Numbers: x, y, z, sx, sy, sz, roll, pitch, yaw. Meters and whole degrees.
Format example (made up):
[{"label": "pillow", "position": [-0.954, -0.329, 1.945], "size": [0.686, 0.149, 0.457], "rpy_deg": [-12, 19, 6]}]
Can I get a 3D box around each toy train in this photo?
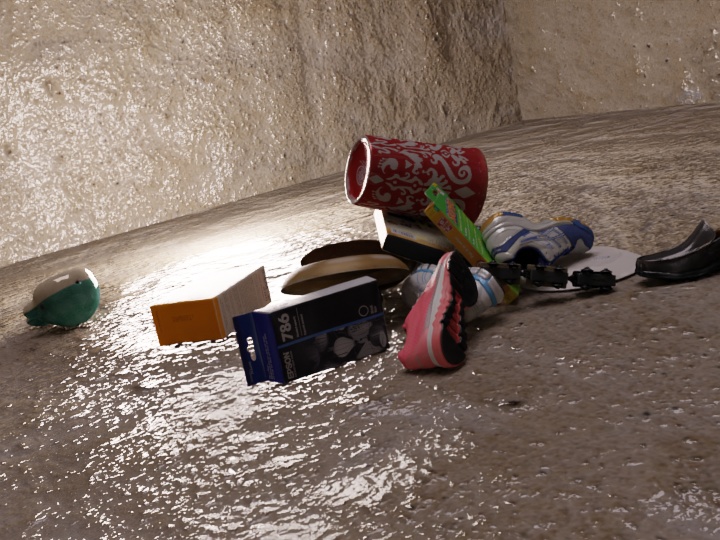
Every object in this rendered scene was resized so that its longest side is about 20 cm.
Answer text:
[{"label": "toy train", "position": [0.257, 0.007, 1.242], "size": [0.197, 0.035, 0.046], "rpy_deg": [4, 0, -1]}]

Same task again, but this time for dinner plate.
[{"label": "dinner plate", "position": [0.334, -0.008, 1.361], "size": [0.197, 0.025, 0.200], "rpy_deg": [-11, 13, 3]}]

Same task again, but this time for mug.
[{"label": "mug", "position": [0.077, -0.140, 1.421], "size": [0.197, 0.136, 0.177], "rpy_deg": [7, -10, -22]}]

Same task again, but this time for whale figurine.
[{"label": "whale figurine", "position": [-0.599, 0.075, 1.782], "size": [0.199, 0.105, 0.158], "rpy_deg": [-34, -5, 42]}]

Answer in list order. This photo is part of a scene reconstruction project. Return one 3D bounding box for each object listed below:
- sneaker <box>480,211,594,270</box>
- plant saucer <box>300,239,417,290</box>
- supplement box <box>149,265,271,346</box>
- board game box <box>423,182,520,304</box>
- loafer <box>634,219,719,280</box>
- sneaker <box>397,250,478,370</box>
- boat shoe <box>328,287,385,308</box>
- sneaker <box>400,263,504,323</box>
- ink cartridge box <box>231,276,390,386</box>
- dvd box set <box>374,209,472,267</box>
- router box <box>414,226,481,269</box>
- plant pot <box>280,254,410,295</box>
[{"label": "sneaker", "position": [0.271, -0.029, 1.328], "size": [0.197, 0.089, 0.076], "rpy_deg": [1, -35, -24]}, {"label": "plant saucer", "position": [0.000, 0.000, 1.455], "size": [0.197, 0.037, 0.201], "rpy_deg": [-4, -18, -1]}, {"label": "supplement box", "position": [-0.250, 0.058, 1.509], "size": [0.124, 0.075, 0.200], "rpy_deg": [-8, 13, 21]}, {"label": "board game box", "position": [0.163, -0.043, 1.310], "size": [0.030, 0.201, 0.096], "rpy_deg": [-39, 3, 20]}, {"label": "loafer", "position": [0.475, -0.035, 1.224], "size": [0.197, 0.073, 0.073], "rpy_deg": [-13, 13, 1]}, {"label": "sneaker", "position": [0.092, 0.048, 1.133], "size": [0.086, 0.074, 0.201], "rpy_deg": [-20, 30, 30]}, {"label": "boat shoe", "position": [-0.026, 0.054, 1.330], "size": [0.071, 0.069, 0.199], "rpy_deg": [-8, 10, 36]}, {"label": "sneaker", "position": [0.108, 0.042, 1.256], "size": [0.087, 0.075, 0.199], "rpy_deg": [-42, 18, -27]}, {"label": "ink cartridge box", "position": [-0.062, 0.082, 1.162], "size": [0.198, 0.101, 0.039], "rpy_deg": [-17, 15, -19]}, {"label": "dvd box set", "position": [0.097, -0.053, 1.397], "size": [0.144, 0.030, 0.200], "rpy_deg": [17, 17, -9]}, {"label": "router box", "position": [0.200, -0.030, 1.511], "size": [0.156, 0.053, 0.199], "rpy_deg": [-21, 15, -33]}, {"label": "plant pot", "position": [-0.024, 0.006, 1.325], "size": [0.197, 0.028, 0.200], "rpy_deg": [-9, -10, -2]}]
